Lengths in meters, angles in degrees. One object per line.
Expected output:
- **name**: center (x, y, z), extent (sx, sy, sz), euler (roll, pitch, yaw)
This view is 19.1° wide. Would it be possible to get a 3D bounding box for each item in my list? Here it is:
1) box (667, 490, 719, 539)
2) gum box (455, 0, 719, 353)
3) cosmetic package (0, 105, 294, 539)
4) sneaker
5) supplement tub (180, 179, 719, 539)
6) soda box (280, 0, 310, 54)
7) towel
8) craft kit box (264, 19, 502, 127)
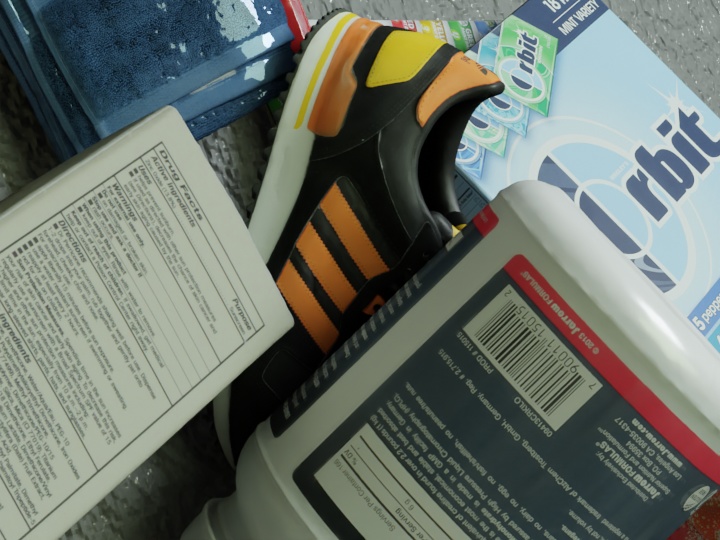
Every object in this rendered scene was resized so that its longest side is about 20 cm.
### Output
- **box**: center (0.175, 0.081, 1.131), extent (0.102, 0.094, 0.201), euler (3, 70, -54)
- **gum box**: center (0.117, -0.027, 0.980), extent (0.200, 0.045, 0.170), euler (46, 43, 2)
- **cosmetic package**: center (-0.122, 0.032, 0.760), extent (0.104, 0.087, 0.200), euler (61, 36, -8)
- **sneaker**: center (0.000, 0.000, 0.870), extent (0.070, 0.090, 0.201), euler (-12, 117, -71)
- **supplement tub**: center (0.043, 0.077, 0.823), extent (0.140, 0.200, 0.140), euler (45, 7, -7)
- **soda box**: center (-0.080, -0.169, 0.926), extent (0.070, 0.063, 0.201), euler (-11, 79, -85)
- **towel**: center (-0.109, -0.142, 0.855), extent (0.201, 0.111, 0.049), euler (63, -10, -4)
- **craft kit box**: center (0.068, -0.029, 1.008), extent (0.199, 0.049, 0.198), euler (-6, 64, -39)
